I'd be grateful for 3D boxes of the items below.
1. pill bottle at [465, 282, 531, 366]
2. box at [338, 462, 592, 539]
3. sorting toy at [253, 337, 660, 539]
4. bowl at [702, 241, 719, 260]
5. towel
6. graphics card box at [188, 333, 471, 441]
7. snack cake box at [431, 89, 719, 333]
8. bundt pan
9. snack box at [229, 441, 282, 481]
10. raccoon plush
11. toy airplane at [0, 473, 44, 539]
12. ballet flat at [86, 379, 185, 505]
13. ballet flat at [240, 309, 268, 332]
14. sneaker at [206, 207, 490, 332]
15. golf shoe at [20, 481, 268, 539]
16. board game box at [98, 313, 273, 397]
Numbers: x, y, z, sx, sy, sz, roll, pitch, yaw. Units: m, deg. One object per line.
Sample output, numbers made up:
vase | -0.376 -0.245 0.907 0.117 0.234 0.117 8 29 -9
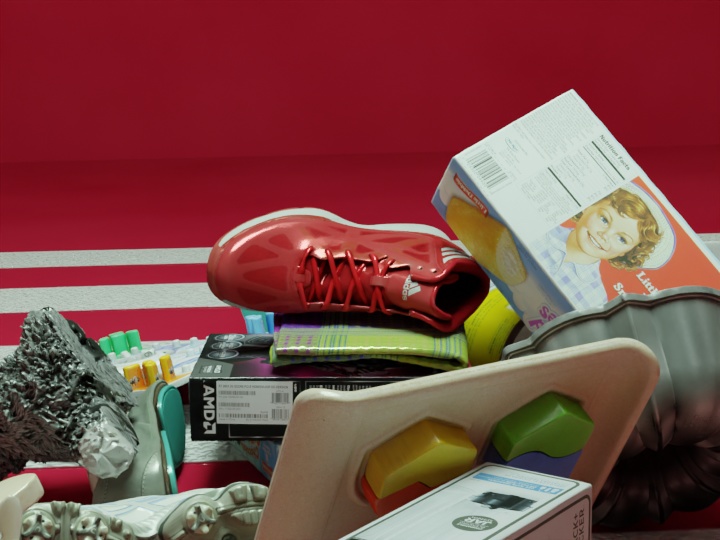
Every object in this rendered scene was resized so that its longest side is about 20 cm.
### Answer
pill bottle | 0.117 0.061 1.077 0.109 0.110 0.200 -7 13 -25
box | 0.025 0.166 0.565 0.060 0.118 0.199 8 15 36
sorting toy | 0.046 0.120 0.688 0.199 0.186 0.037 -5 43 -26
bowl | 0.263 0.036 1.155 0.198 0.075 0.200 -2 -13 -10
towel | 0.006 0.039 0.982 0.143 0.023 0.200 1 12 -1
graphics card box | -0.018 0.082 0.955 0.198 0.051 0.126 -1 12 1
snack cake box | 0.157 -0.013 0.914 0.115 0.200 0.067 -29 -17 -25
bundt pan | 0.171 0.095 0.800 0.200 0.076 0.202 -7 -32 -4
snack box | -0.043 0.112 1.024 0.115 0.037 0.200 -7 13 -23
raccoon plush | -0.224 0.106 0.861 0.134 0.097 0.200 -41 15 0
toy airplane | -0.242 0.171 0.594 0.200 0.141 0.199 -38 0 2
ballet flat | -0.156 0.124 0.919 0.063 0.068 0.200 -9 12 -4
ballet flat | -0.035 0.060 1.246 0.075 0.068 0.200 18 3 -40
sneaker | 0.000 0.000 0.931 0.199 0.079 0.115 -6 12 -23
golf shoe | -0.146 0.165 0.753 0.199 0.079 0.097 -1 -7 -26
board game box | -0.195 0.077 1.146 0.199 0.026 0.200 -8 7 29
